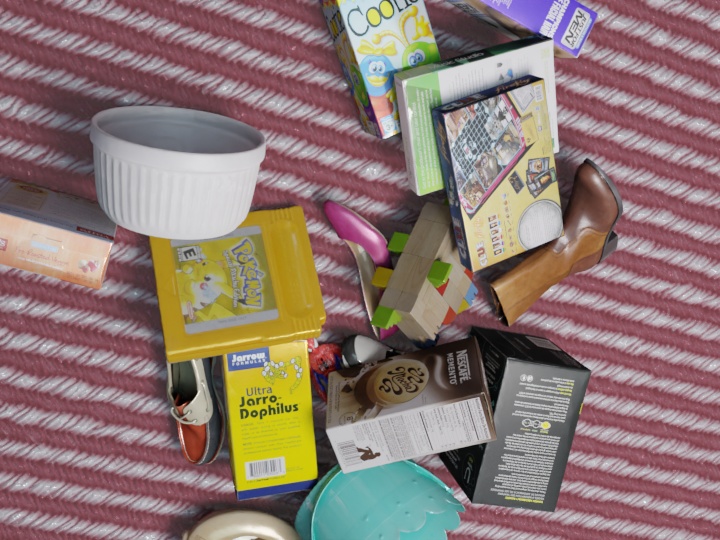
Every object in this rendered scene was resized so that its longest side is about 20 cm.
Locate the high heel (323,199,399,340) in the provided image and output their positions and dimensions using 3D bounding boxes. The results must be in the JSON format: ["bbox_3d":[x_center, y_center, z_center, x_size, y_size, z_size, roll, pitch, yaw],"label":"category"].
[{"bbox_3d":[0.000,0.000,1.207,0.096,0.067,0.200,-49,122,-9],"label":"high heel"}]

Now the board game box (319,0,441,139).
[{"bbox_3d":[0.028,-0.277,1.126,0.102,0.105,0.202,-22,107,-8],"label":"board game box"}]

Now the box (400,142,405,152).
[{"bbox_3d":[0.144,-0.118,1.176,0.198,0.041,0.039,30,95,-16],"label":"box"}]

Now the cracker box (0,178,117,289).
[{"bbox_3d":[-0.346,-0.045,1.042,0.132,0.200,0.058,16,100,-16],"label":"cracker box"}]

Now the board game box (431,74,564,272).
[{"bbox_3d":[0.167,-0.114,1.100,0.134,0.035,0.202,-20,116,-15],"label":"board game box"}]

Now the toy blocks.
[{"bbox_3d":[0.101,0.015,1.198,0.137,0.099,0.202,47,63,-49],"label":"toy blocks"}]

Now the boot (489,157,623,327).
[{"bbox_3d":[0.247,-0.036,1.222,0.199,0.069,0.189,-33,148,-10],"label":"boot"}]

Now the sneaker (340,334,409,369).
[{"bbox_3d":[0.062,0.133,1.238,0.199,0.074,0.080,30,135,-24],"label":"sneaker"}]

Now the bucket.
[{"bbox_3d":[0.020,0.330,1.209,0.206,0.135,0.208,-35,151,-23],"label":"bucket"}]

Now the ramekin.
[{"bbox_3d":[-0.211,-0.113,1.064,0.197,0.201,0.107,4,112,-14],"label":"ramekin"}]

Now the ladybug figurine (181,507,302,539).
[{"bbox_3d":[-0.150,0.384,1.259,0.198,0.072,0.137,27,97,-18],"label":"ladybug figurine"}]

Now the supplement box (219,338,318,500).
[{"bbox_3d":[-0.121,0.175,1.196,0.108,0.109,0.203,-7,105,-11],"label":"supplement box"}]

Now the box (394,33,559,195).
[{"bbox_3d":[0.142,-0.187,1.107,0.197,0.036,0.146,-18,119,-16],"label":"box"}]

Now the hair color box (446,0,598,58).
[{"bbox_3d":[0.181,-0.336,1.146,0.198,0.109,0.066,23,97,-17],"label":"hair color box"}]

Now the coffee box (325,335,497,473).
[{"bbox_3d":[0.062,0.166,1.151,0.197,0.114,0.081,-15,121,9],"label":"coffee box"}]

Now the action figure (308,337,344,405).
[{"bbox_3d":[-0.018,0.165,1.253,0.065,0.052,0.201,-35,107,2],"label":"action figure"}]

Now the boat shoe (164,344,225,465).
[{"bbox_3d":[-0.217,0.157,1.181,0.070,0.062,0.203,5,103,23],"label":"boat shoe"}]

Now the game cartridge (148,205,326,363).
[{"bbox_3d":[-0.151,0.012,1.137,0.197,0.033,0.178,-10,66,-10],"label":"game cartridge"}]

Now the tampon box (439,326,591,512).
[{"bbox_3d":[0.206,0.200,1.259,0.124,0.150,0.203,10,101,-15],"label":"tampon box"}]
